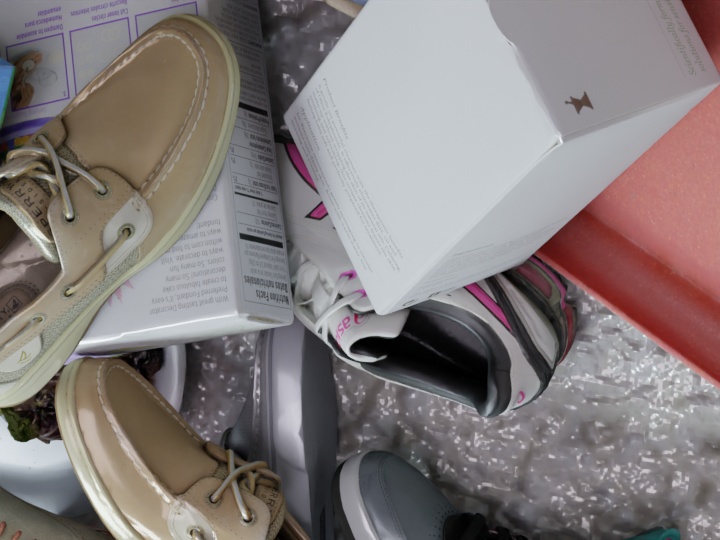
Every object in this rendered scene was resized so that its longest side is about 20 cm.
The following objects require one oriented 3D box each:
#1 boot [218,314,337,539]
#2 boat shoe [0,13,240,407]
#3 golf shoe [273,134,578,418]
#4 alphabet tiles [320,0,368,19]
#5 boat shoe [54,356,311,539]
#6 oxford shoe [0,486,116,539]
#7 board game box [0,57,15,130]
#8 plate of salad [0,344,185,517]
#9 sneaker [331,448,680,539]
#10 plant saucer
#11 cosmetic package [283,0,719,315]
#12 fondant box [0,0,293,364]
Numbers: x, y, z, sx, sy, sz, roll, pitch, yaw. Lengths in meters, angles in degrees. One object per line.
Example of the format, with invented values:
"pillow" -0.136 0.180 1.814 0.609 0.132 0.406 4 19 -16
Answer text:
"boot" -0.063 0.110 1.176 0.095 0.074 0.200 4 111 11
"boat shoe" -0.126 -0.025 1.034 0.072 0.065 0.200 43 102 22
"golf shoe" 0.000 0.000 1.105 0.200 0.092 0.073 26 120 11
"alphabet tiles" -0.012 -0.227 1.040 0.167 0.008 0.200 29 99 8
"boat shoe" -0.062 0.111 1.107 0.064 0.071 0.200 -26 114 26
"oxford shoe" -0.163 0.145 1.156 0.200 0.074 0.071 24 86 14
"board game box" -0.232 -0.026 1.122 0.151 0.037 0.200 34 113 45
"plate of salad" -0.183 0.037 1.200 0.200 0.048 0.200 6 110 18
"sneaker" 0.088 0.143 1.129 0.121 0.084 0.200 -36 102 32
"plant saucer" 0.120 -0.070 1.001 0.200 0.037 0.200 38 141 48
"cosmetic package" 0.051 -0.070 0.994 0.108 0.085 0.200 65 152 10
"fondant box" -0.116 -0.063 1.101 0.144 0.058 0.200 -10 79 23
